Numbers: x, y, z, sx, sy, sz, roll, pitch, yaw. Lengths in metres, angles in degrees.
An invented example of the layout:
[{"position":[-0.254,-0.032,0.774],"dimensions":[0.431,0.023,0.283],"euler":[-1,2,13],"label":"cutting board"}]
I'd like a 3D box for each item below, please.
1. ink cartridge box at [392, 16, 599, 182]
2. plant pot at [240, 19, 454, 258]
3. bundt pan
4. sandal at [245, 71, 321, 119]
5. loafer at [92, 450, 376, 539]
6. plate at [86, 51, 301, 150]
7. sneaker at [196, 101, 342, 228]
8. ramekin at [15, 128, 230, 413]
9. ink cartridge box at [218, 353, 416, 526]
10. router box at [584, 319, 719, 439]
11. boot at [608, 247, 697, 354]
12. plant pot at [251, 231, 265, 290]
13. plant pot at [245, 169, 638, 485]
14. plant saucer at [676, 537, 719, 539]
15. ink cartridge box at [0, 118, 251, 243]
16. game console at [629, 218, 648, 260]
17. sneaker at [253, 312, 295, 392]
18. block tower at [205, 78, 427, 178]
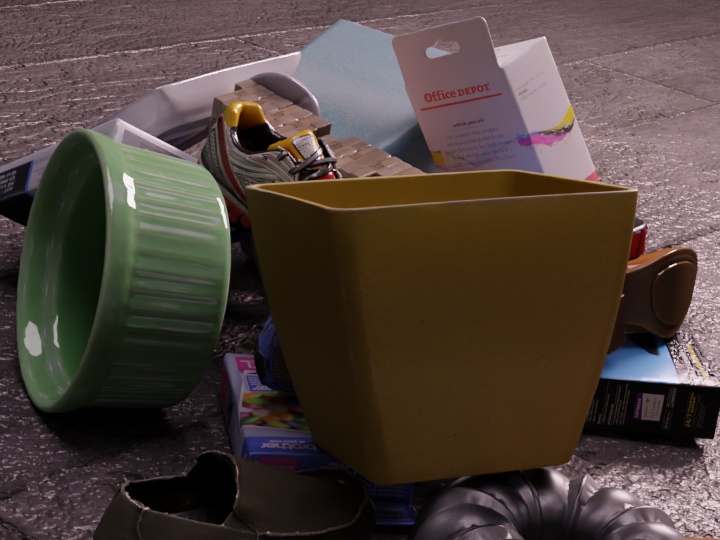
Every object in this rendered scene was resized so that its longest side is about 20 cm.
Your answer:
[{"position":[0.115,-0.120,1.485],"dimensions":[0.116,0.201,0.067],"euler":[-5,23,47],"label":"ink cartridge box"},{"position":[-0.006,-0.085,1.607],"dimensions":[0.195,0.197,0.200],"euler":[22,35,29],"label":"plant pot"},{"position":[0.121,0.183,1.096],"dimensions":[0.201,0.076,0.202],"euler":[9,20,-3],"label":"bundt pan"},{"position":[-0.082,-0.101,1.494],"dimensions":[0.059,0.207,0.079],"euler":[-26,77,-40],"label":"sandal"},{"position":[-0.071,0.150,1.098],"dimensions":[0.199,0.070,0.075],"euler":[-8,32,-36],"label":"loafer"},{"position":[-0.168,-0.120,1.521],"dimensions":[0.200,0.032,0.199],"euler":[-25,0,37],"label":"plate"},{"position":[-0.045,-0.053,1.301],"dimensions":[0.200,0.082,0.078],"euler":[35,33,27],"label":"sneaker"},{"position":[-0.169,0.005,1.277],"dimensions":[0.097,0.201,0.200],"euler":[8,19,-27],"label":"ramekin"},{"position":[-0.031,0.117,1.260],"dimensions":[0.119,0.042,0.200],"euler":[5,22,-12],"label":"ink cartridge box"},{"position":[0.200,0.070,1.464],"dimensions":[0.148,0.051,0.200],"euler":[5,20,-5],"label":"router box"},{"position":[0.171,0.015,1.446],"dimensions":[0.155,0.077,0.200],"euler":[14,28,36],"label":"boot"},{"position":[0.000,0.000,1.418],"dimensions":[0.200,0.027,0.201],"euler":[26,46,-30],"label":"plant pot"},{"position":[0.049,0.033,1.155],"dimensions":[0.199,0.177,0.200],"euler":[-5,8,-19],"label":"plant pot"},{"position":[0.235,0.223,0.993],"dimensions":[0.199,0.038,0.201],"euler":[21,34,-15],"label":"plant saucer"},{"position":[-0.172,-0.047,1.450],"dimensions":[0.200,0.044,0.198],"euler":[25,-25,-34],"label":"ink cartridge box"},{"position":[0.102,-0.021,1.374],"dimensions":[0.199,0.031,0.177],"euler":[5,11,39],"label":"game console"},{"position":[0.017,0.044,1.272],"dimensions":[0.199,0.076,0.078],"euler":[-14,14,-26],"label":"sneaker"},{"position":[-0.034,-0.080,1.372],"dimensions":[0.200,0.054,0.058],"euler":[30,34,30],"label":"block tower"}]
